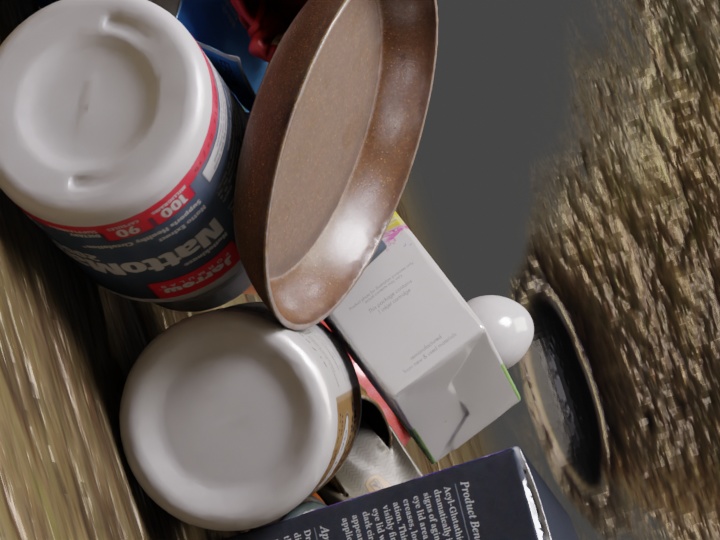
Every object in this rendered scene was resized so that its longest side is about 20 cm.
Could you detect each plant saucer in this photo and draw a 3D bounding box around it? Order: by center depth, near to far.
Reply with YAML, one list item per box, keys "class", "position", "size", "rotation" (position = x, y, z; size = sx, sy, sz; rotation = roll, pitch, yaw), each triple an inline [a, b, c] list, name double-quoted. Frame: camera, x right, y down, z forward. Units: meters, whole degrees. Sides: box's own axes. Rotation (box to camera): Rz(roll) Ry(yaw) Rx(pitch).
- class: "plant saucer"
  position: [-0.016, -0.070, 1.509]
  size: [0.201, 0.034, 0.201]
  rotation: [-56, 157, -38]

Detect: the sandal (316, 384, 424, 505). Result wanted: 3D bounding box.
- class: "sandal"
  position: [-0.017, 0.100, 1.740]
  size: [0.200, 0.082, 0.055]
  rotation: [47, -30, 3]

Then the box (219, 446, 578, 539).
- class: "box"
  position: [0.021, 0.187, 1.561]
  size: [0.148, 0.199, 0.105]
  rotation: [55, 18, -66]

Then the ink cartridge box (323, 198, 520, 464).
- class: "ink cartridge box"
  position: [0.000, 0.000, 1.657]
  size: [0.200, 0.067, 0.117]
  rotation: [53, -3, 26]

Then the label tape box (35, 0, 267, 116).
- class: "label tape box"
  position: [-0.107, -0.149, 1.584]
  size: [0.199, 0.066, 0.143]
  rotation: [32, -11, 24]

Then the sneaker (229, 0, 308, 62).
- class: "sneaker"
  position: [-0.039, -0.142, 1.532]
  size: [0.200, 0.076, 0.086]
  rotation: [47, 42, -61]

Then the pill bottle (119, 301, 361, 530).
- class: "pill bottle"
  position: [-0.058, 0.075, 1.597]
  size: [0.200, 0.114, 0.115]
  rotation: [-14, 85, -83]

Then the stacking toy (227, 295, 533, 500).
- class: "stacking toy"
  position: [0.015, 0.067, 1.837]
  size: [0.146, 0.199, 0.147]
  rotation: [-18, 90, -83]

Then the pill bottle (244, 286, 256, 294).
- class: "pill bottle"
  position: [-0.085, -0.058, 1.744]
  size: [0.200, 0.111, 0.113]
  rotation: [54, 18, -65]

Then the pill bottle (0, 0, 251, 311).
- class: "pill bottle"
  position: [-0.109, -0.051, 1.500]
  size: [0.200, 0.119, 0.120]
  rotation: [53, 19, -67]

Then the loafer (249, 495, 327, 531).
- class: "loafer"
  position: [-0.041, 0.177, 1.738]
  size: [0.063, 0.072, 0.200]
  rotation: [38, -14, 27]
